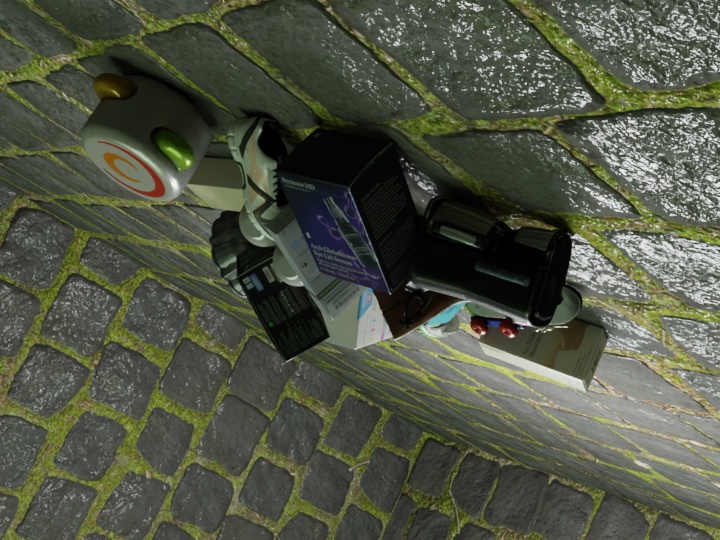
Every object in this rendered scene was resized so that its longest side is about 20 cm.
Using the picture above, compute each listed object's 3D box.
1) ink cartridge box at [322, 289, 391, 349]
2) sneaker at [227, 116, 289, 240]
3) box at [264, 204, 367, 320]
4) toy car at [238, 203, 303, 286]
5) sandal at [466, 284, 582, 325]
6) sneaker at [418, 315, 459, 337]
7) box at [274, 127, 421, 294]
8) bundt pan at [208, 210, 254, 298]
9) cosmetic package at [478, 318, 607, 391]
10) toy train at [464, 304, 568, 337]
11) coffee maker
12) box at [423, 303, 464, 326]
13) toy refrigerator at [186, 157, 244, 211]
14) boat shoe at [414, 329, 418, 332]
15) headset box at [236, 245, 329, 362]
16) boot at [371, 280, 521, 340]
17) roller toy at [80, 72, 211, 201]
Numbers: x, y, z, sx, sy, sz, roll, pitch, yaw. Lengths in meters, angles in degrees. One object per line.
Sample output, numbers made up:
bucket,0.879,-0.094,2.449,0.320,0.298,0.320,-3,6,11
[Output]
ink cartridge box,-0.004,0.062,2.010,0.124,0.130,0.200,13,-167,29
sneaker,-0.136,-0.136,1.563,0.080,0.074,0.201,-3,112,46
box,-0.038,-0.043,1.606,0.041,0.156,0.200,35,162,47
toy car,-0.085,-0.085,1.687,0.200,0.175,0.150,49,122,1
sandal,0.257,0.059,1.665,0.199,0.045,0.076,0,116,29
sneaker,0.148,0.084,2.054,0.085,0.079,0.200,7,163,34
box,-0.009,-0.085,1.468,0.147,0.104,0.201,15,141,40
bundt pan,-0.188,-0.041,1.992,0.076,0.203,0.201,-27,133,38
cosmetic package,0.319,0.125,1.821,0.199,0.106,0.071,18,164,25
toy train,0.246,0.045,1.732,0.199,0.085,0.116,1,136,52
coffee maker,0.177,0.011,1.449,0.199,0.194,0.134,21,-153,28
box,0.139,0.024,1.728,0.049,0.083,0.200,-12,163,-15
toy refrigerator,-0.221,-0.154,1.849,0.199,0.070,0.076,9,153,51
boat shoe,0.110,0.101,2.220,0.199,0.065,0.072,19,164,25
headset box,-0.140,0.042,1.835,0.175,0.092,0.200,62,180,-14
boot,0.133,0.047,1.537,0.069,0.199,0.189,74,169,-49
roller toy,-0.340,-0.216,1.662,0.199,0.140,0.183,28,157,2
